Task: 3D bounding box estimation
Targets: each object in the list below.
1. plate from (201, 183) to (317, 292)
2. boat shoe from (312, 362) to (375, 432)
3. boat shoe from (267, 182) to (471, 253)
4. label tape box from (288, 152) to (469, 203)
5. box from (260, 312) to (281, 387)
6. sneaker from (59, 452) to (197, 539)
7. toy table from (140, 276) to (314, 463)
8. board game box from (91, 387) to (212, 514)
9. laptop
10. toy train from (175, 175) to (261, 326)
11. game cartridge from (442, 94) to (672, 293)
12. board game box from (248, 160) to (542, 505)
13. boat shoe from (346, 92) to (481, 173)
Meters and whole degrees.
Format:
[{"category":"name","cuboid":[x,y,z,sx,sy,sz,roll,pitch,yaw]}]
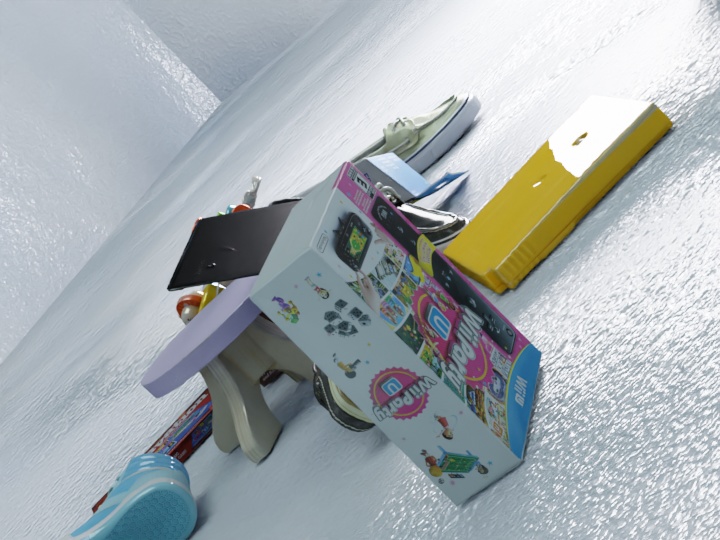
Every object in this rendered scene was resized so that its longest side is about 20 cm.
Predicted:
[{"category":"plate","cuboid":[-0.104,-0.028,2.062,0.199,0.032,0.200,-34,-11,-36]},{"category":"boat shoe","cuboid":[-0.006,0.091,1.491,0.066,0.072,0.201,-57,11,18]},{"category":"boat shoe","cuboid":[0.009,-0.046,1.676,0.198,0.068,0.074,1,28,23]},{"category":"label tape box","cuboid":[0.003,-0.077,1.844,0.199,0.066,0.143,-30,-1,13]},{"category":"box","cuboid":[-0.087,0.038,1.916,0.100,0.075,0.200,-42,11,11]},{"category":"sneaker","cuboid":[-0.234,0.249,1.691,0.200,0.080,0.131,-33,15,7]},{"category":"toy table","cuboid":[-0.104,0.086,1.702,0.200,0.117,0.184,-34,16,43]},{"category":"board game box","cuboid":[-0.206,0.195,1.912,0.200,0.019,0.103,-47,11,-7]},{"category":"laptop","cuboid":[-0.042,0.013,1.545,0.116,0.200,0.187,-44,12,17]},{"category":"toy train","cuboid":[-0.154,0.001,1.841,0.150,0.055,0.201,-86,12,-65]},{"category":"game cartridge","cuboid":[0.164,-0.067,1.538,0.200,0.032,0.176,-47,12,0]},{"category":"board game box","cuboid":[0.028,0.039,1.215,0.064,0.200,0.148,-38,14,25]},{"category":"boat shoe","cuboid":[0.051,-0.143,2.078,0.200,0.062,0.072,-40,13,18]}]
